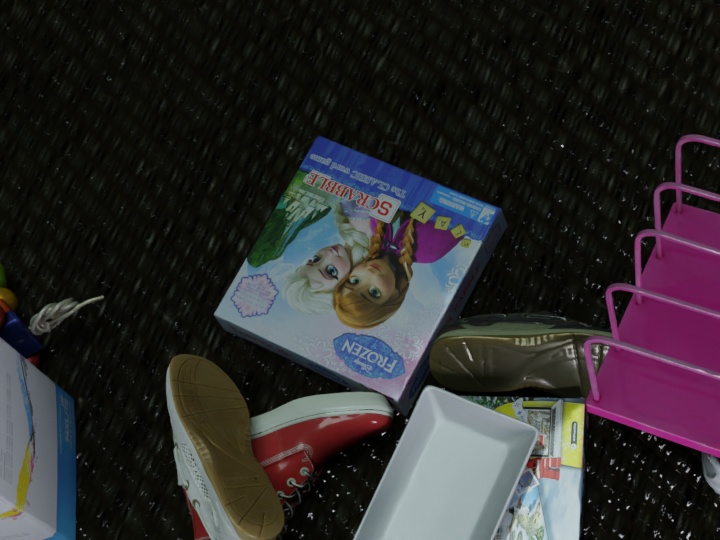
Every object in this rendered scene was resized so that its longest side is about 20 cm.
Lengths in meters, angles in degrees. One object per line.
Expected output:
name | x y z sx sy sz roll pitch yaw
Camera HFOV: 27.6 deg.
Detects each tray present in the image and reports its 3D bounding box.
tray | 0.059 0.200 1.180 0.106 0.022 0.201 20 73 22

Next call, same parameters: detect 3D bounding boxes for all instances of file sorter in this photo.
file sorter | 0.268 0.017 1.118 0.138 0.126 0.201 18 65 24

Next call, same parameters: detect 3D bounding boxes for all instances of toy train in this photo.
toy train | -0.338 0.035 1.377 0.199 0.085 0.116 -28 49 1

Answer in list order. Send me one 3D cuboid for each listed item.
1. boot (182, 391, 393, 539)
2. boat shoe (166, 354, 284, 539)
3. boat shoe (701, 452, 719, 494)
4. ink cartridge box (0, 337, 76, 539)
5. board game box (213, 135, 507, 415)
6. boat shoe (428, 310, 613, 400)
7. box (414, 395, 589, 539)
boot | -0.055 0.190 1.234 0.198 0.072 0.146 -19 63 15
boat shoe | -0.125 0.157 1.202 0.070 0.070 0.201 -59 39 33
boat shoe | 0.301 0.080 1.188 0.071 0.069 0.202 6 67 17
ink cartridge box | -0.349 0.154 1.251 0.145 0.200 0.148 -10 63 9
board game box | 0.000 0.000 1.320 0.198 0.041 0.201 22 73 23
boat shoe | 0.158 0.065 1.233 0.198 0.072 0.066 2 33 7
box | 0.115 0.203 1.198 0.135 0.038 0.202 0 66 16
